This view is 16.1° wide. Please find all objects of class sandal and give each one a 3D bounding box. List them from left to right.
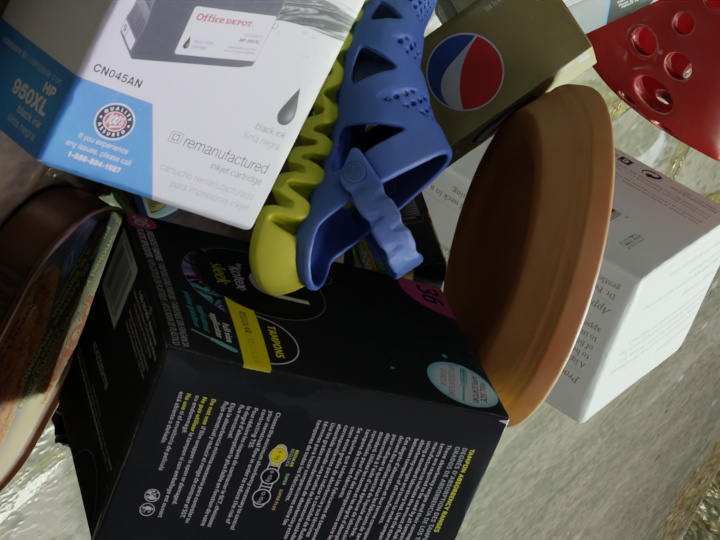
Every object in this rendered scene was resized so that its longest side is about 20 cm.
[{"bbox_3d":[0.011,-0.071,1.372,0.079,0.087,0.200,56,50,-70],"label":"sandal"}]

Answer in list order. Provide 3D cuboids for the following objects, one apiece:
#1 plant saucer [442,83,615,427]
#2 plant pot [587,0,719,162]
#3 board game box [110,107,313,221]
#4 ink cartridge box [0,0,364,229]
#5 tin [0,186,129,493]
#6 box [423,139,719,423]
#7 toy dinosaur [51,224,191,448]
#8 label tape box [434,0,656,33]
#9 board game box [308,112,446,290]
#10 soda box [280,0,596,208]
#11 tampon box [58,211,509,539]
[{"bbox_3d":[0.089,-0.012,1.443,0.200,0.037,0.201,-167,-90,-77],"label":"plant saucer"},{"bbox_3d":[0.249,-0.207,1.909,0.200,0.182,0.201,-48,158,-27],"label":"plant pot"},{"bbox_3d":[-0.059,-0.115,1.409,0.200,0.034,0.135,-38,160,-11],"label":"board game box"},{"bbox_3d":[-0.082,-0.139,1.255,0.144,0.084,0.200,17,104,-42],"label":"ink cartridge box"},{"bbox_3d":[-0.193,0.046,1.403,0.200,0.042,0.112,-61,157,3],"label":"tin"},{"bbox_3d":[0.147,-0.012,1.922,0.200,0.199,0.131,-29,146,-57],"label":"box"},{"bbox_3d":[-0.117,0.066,1.555,0.136,0.102,0.200,-64,147,-42],"label":"toy dinosaur"},{"bbox_3d":[0.121,-0.211,1.535,0.143,0.066,0.200,-25,159,-10],"label":"label tape box"},{"bbox_3d":[0.000,0.000,1.632,0.057,0.166,0.200,-7,142,-12],"label":"board game box"},{"bbox_3d":[0.039,-0.094,1.486,0.200,0.064,0.068,-36,173,4],"label":"soda box"},{"bbox_3d":[-0.045,0.075,1.395,0.150,0.200,0.126,-116,-136,-57],"label":"tampon box"}]
